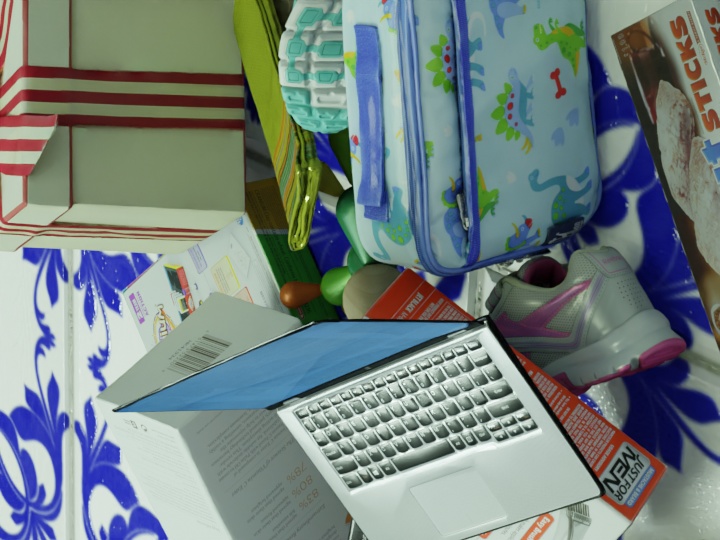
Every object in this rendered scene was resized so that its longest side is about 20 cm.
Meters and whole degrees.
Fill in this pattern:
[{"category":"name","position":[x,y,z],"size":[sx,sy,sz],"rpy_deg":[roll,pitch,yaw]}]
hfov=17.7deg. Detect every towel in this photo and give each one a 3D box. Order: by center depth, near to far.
[{"category":"towel","position":[-0.060,-0.115,1.529],"size":[0.086,0.018,0.201],"rpy_deg":[104,155,-51]}]

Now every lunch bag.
[{"category":"lunch bag","position":[0.065,-0.102,1.393],"size":[0.082,0.160,0.201],"rpy_deg":[12,110,48]}]

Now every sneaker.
[{"category":"sneaker","position":[-0.007,-0.186,1.437],"size":[0.091,0.077,0.201],"rpy_deg":[-91,11,-70]},{"category":"sneaker","position":[0.114,0.039,1.455],"size":[0.200,0.081,0.089],"rpy_deg":[-26,81,44]}]

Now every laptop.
[{"category":"laptop","position":[-0.001,0.103,1.336],"size":[0.187,0.116,0.200],"rpy_deg":[-24,107,43]}]

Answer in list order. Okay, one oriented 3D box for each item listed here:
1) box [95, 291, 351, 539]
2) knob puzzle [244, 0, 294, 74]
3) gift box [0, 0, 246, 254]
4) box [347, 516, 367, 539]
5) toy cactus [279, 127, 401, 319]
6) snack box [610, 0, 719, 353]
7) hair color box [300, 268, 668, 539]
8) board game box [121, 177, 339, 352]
[{"category":"box","position":[-0.078,0.137,1.628],"size":[0.097,0.124,0.201],"rpy_deg":[16,138,46]},{"category":"knob puzzle","position":[-0.071,-0.229,1.598],"size":[0.220,0.030,0.221],"rpy_deg":[161,90,-74]},{"category":"gift box","position":[-0.189,-0.115,1.638],"size":[0.200,0.186,0.186],"rpy_deg":[143,125,-64]},{"category":"box","position":[0.021,0.173,1.568],"size":[0.036,0.143,0.201],"rpy_deg":[14,120,10]},{"category":"toy cactus","position":[0.000,0.000,1.529],"size":[0.165,0.102,0.201],"rpy_deg":[-99,10,-64]},{"category":"snack box","position":[0.206,-0.056,1.341],"size":[0.072,0.024,0.201],"rpy_deg":[-25,82,51]},{"category":"hair color box","position":[0.073,0.105,1.412],"size":[0.200,0.064,0.111],"rpy_deg":[39,135,6]},{"category":"board game box","position":[-0.095,0.041,1.745],"size":[0.200,0.040,0.154],"rpy_deg":[-37,73,51]}]
